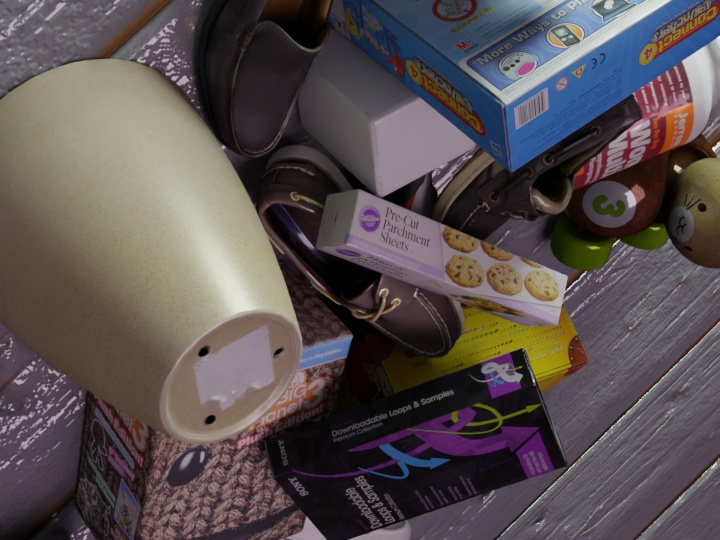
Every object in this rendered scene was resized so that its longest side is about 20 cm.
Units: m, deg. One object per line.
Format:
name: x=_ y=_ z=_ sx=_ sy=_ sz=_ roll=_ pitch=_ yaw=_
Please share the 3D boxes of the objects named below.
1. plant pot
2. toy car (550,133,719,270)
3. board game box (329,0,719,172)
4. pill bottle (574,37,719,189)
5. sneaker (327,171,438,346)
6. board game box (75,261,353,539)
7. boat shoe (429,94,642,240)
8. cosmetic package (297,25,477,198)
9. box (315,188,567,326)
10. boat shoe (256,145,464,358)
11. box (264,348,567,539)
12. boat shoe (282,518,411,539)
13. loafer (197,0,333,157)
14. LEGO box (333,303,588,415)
plant pot: x=-0.125 y=0.003 z=0.781 sx=0.186 sy=0.200 sz=0.188 roll=-24 pitch=137 yaw=-25
toy car: x=0.282 y=-0.049 z=1.113 sx=0.157 sy=0.200 sz=0.165 roll=-16 pitch=133 yaw=-33
board game box: x=0.108 y=-0.180 z=0.839 sx=0.199 sy=0.196 sz=0.056 roll=-32 pitch=141 yaw=-16
pill bottle: x=0.198 y=-0.134 z=1.009 sx=0.199 sy=0.110 sz=0.110 roll=-22 pitch=137 yaw=-12
sneaker: x=0.043 y=-0.035 z=1.014 sx=0.107 sy=0.067 sz=0.203 roll=-16 pitch=137 yaw=-34
board game box: x=-0.112 y=0.115 z=0.975 sx=0.158 sy=0.097 sz=0.201 roll=-14 pitch=132 yaw=-35
boat shoe: x=0.116 y=-0.065 z=0.906 sx=0.073 sy=0.065 sz=0.200 roll=-20 pitch=157 yaw=-41
cosmetic package: x=0.063 y=-0.142 z=0.908 sx=0.199 sy=0.101 sz=0.072 roll=-28 pitch=140 yaw=-21
box: x=0.061 y=-0.005 z=0.915 sx=0.199 sy=0.039 sz=0.042 roll=21 pitch=75 yaw=-33
boat shoe: x=0.000 y=0.000 z=0.936 sx=0.072 sy=0.060 sz=0.200 roll=-26 pitch=118 yaw=32
box: x=0.045 y=0.136 z=0.970 sx=0.198 sy=0.036 sz=0.143 roll=-19 pitch=145 yaw=8
boat shoe: x=-0.015 y=0.220 z=1.179 sx=0.199 sy=0.074 sz=0.066 roll=12 pitch=119 yaw=-49
loafer: x=-0.053 y=-0.151 z=0.814 sx=0.072 sy=0.072 sz=0.201 roll=-18 pitch=135 yaw=-33
LEGO box: x=0.064 y=0.092 z=1.087 sx=0.199 sy=0.078 sz=0.149 roll=-14 pitch=163 yaw=-35
